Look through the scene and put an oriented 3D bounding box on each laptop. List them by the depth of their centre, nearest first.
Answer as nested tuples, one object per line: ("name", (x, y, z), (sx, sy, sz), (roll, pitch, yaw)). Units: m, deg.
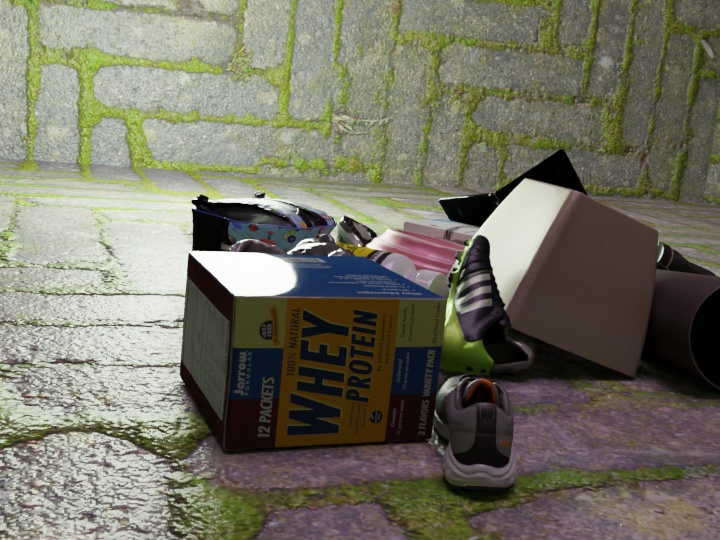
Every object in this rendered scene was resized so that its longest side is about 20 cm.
("laptop", (0.272, -0.085, 1.521), (0.200, 0.187, 0.116), (-1, 40, 50))

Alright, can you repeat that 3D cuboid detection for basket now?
("basket", (0.413, 0.065, 1.137), (0.180, 0.136, 0.200), (15, 2, -23))

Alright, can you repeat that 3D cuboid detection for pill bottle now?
("pill bottle", (0.008, 0.026, 1.178), (0.200, 0.112, 0.111), (11, 12, 26))

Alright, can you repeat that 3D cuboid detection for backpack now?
("backpack", (-0.142, -0.045, 1.407), (0.200, 0.135, 0.182), (12, 12, 33))

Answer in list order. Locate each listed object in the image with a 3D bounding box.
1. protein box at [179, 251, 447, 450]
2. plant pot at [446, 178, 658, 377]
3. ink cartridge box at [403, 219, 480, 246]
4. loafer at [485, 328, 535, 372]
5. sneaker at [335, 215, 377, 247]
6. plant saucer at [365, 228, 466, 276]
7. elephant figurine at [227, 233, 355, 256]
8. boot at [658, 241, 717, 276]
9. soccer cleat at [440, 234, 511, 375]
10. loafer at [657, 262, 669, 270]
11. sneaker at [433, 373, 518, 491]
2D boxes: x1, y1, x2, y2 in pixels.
("protein box", (-0.054, 0.067, 0.869), (0.198, 0.135, 0.200), (1, 11, -22))
("plant pot", (0.254, -0.004, 1.140), (0.200, 0.177, 0.200), (23, 5, -21))
("ink cartridge box", (0.178, -0.033, 1.454), (0.200, 0.068, 0.116), (15, 14, 38))
("loafer", (0.105, 0.079, 1.061), (0.199, 0.070, 0.070), (7, 3, 6))
("sneaker", (0.000, 0.000, 1.438), (0.077, 0.089, 0.200), (18, 28, -28))
("plant saucer", (0.106, -0.019, 1.311), (0.200, 0.051, 0.201), (14, 7, -2))
("elephant figurine", (-0.106, 0.029, 1.057), (0.199, 0.142, 0.155), (-6, -2, -14))
("boot", (0.574, 0.006, 1.740), (0.138, 0.078, 0.200), (24, -3, -12))
("soccer cleat", (0.132, 0.040, 1.025), (0.081, 0.068, 0.200), (16, 47, 6))
("loafer", (0.513, 0.021, 1.563), (0.073, 0.072, 0.200), (8, 11, 14))
("sneaker", (0.105, 0.125, 0.804), (0.074, 0.080, 0.200), (4, 10, 0))
